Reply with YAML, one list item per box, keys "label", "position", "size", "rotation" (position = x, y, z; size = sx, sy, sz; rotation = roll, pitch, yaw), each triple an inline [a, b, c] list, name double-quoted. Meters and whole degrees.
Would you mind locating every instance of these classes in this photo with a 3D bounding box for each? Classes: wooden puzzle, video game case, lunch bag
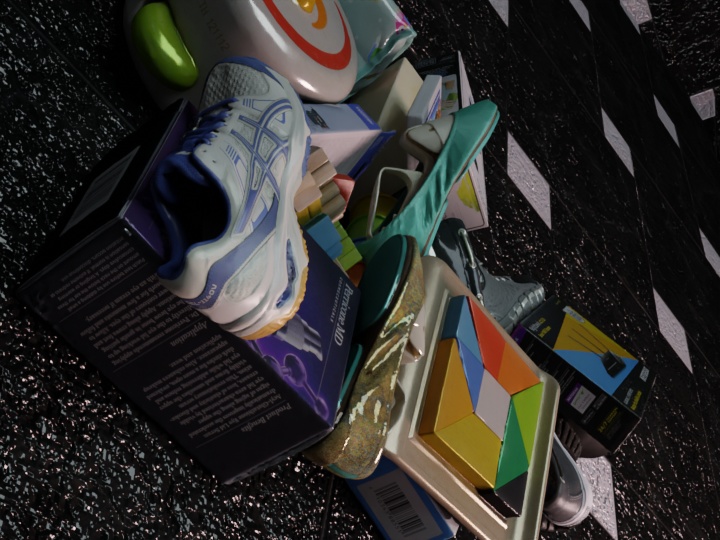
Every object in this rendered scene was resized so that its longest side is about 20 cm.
- label: "wooden puzzle"
  position: [0.096, 0.111, 0.834]
  size: [0.200, 0.037, 0.187]
  rotation: [42, 48, -29]
- label: "video game case"
  position: [0.063, -0.077, 1.018]
  size: [0.144, 0.018, 0.203]
  rotation: [-65, 157, -63]
- label: "lunch bag"
  position: [-0.033, -0.266, 1.045]
  size: [0.171, 0.122, 0.200]
  rotation: [51, 4, -5]

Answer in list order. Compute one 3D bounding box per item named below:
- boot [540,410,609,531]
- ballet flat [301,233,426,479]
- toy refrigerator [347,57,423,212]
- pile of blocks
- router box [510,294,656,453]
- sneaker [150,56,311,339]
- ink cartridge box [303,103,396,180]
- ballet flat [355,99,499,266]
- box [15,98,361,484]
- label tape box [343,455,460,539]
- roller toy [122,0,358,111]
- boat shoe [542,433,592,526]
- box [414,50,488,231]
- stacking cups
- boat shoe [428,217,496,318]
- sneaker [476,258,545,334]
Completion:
- label: "boot"
  position: [0.216, 0.201, 1.082]
  size: [0.210, 0.079, 0.159]
  rotation: [25, 37, -34]
- label: "ballet flat"
  position: [0.014, 0.063, 0.746]
  size: [0.071, 0.070, 0.201]
  rotation: [46, 47, -26]
- label: "toy refrigerator"
  position: [0.023, -0.143, 1.083]
  size: [0.070, 0.075, 0.201]
  rotation: [50, 29, -19]
- label: "pile of blocks"
  position: [-0.024, -0.035, 0.810]
  size: [0.082, 0.062, 0.200]
  rotation: [51, -11, 14]
- label: "router box"
  position: [0.232, 0.102, 1.077]
  size: [0.149, 0.051, 0.200]
  rotation: [38, 18, 12]
- label: "sneaker"
  position: [-0.080, -0.062, 0.606]
  size: [0.088, 0.075, 0.202]
  rotation: [30, 40, -43]
- label: "ink cartridge box"
  position: [-0.055, -0.082, 0.841]
  size: [0.042, 0.120, 0.199]
  rotation: [48, 25, 14]
- label: "ballet flat"
  position: [0.055, -0.083, 0.887]
  size: [0.070, 0.067, 0.202]
  rotation: [33, 72, -14]
- label: "box"
  position: [-0.104, 0.016, 0.687]
  size: [0.200, 0.104, 0.149]
  rotation: [47, 30, -25]
- label: "label tape box"
  position: [0.044, 0.122, 0.883]
  size: [0.145, 0.063, 0.200]
  rotation: [57, 28, -10]
- label: "roller toy"
  position: [-0.094, -0.203, 0.868]
  size: [0.182, 0.139, 0.202]
  rotation: [42, 32, -33]
- label: "boat shoe"
  position: [0.142, 0.155, 0.967]
  size: [0.066, 0.070, 0.201]
  rotation: [33, 20, -45]
- label: "box"
  position: [0.106, -0.151, 1.209]
  size: [0.202, 0.059, 0.117]
  rotation: [-86, 160, -46]
- label: "stacking cups"
  position: [0.000, 0.000, 0.920]
  size: [0.061, 0.060, 0.201]
  rotation: [51, 28, -18]
- label: "boat shoe"
  position: [0.097, 0.051, 0.931]
  size: [0.076, 0.060, 0.203]
  rotation: [179, -106, -72]
- label: "sneaker"
  position: [0.140, 0.010, 1.136]
  size: [0.116, 0.075, 0.200]
  rotation: [60, 28, -4]
